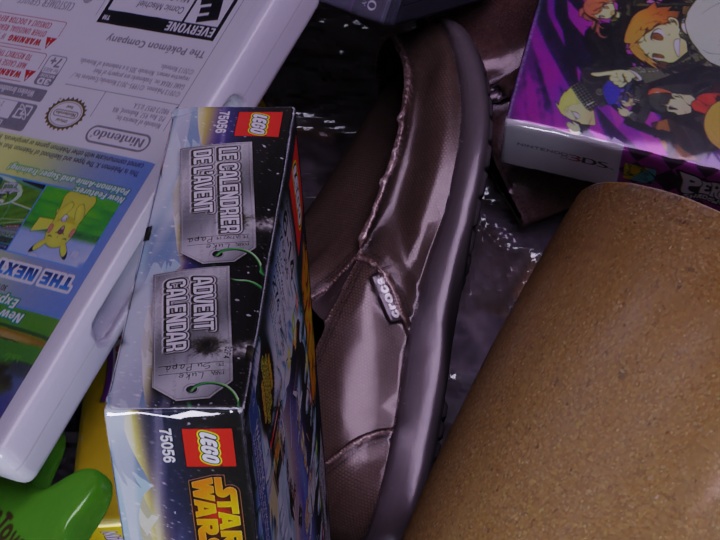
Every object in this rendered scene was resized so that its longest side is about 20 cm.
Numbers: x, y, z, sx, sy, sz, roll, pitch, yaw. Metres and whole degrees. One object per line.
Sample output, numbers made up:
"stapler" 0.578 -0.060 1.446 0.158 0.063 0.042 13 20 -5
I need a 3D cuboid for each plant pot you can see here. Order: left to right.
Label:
"plant pot" 0.085 0.107 0.824 0.186 0.186 0.200 37 76 8

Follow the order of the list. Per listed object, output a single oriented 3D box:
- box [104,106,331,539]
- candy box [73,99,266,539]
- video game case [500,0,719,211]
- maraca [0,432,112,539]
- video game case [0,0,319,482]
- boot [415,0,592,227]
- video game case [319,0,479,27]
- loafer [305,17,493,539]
"box" -0.036 0.072 0.767 0.040 0.200 0.137 0 38 5
"candy box" -0.060 0.010 0.872 0.026 0.102 0.200 -1 63 11
"video game case" 0.160 -0.109 0.938 0.181 0.036 0.200 14 66 7
"maraca" -0.148 0.128 0.774 0.200 0.137 0.107 -49 123 -3
"video game case" -0.131 -0.033 0.846 0.200 0.022 0.182 13 64 39
"boot" 0.132 -0.051 0.973 0.166 0.072 0.200 -27 73 -9
"video game case" -0.059 -0.131 0.916 0.200 0.143 0.019 23 105 12
"loafer" 0.000 0.000 0.900 0.071 0.073 0.200 11 66 -4
